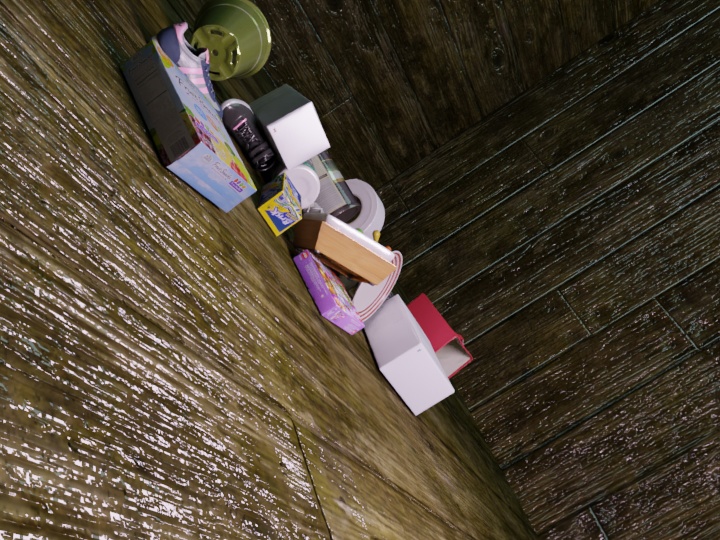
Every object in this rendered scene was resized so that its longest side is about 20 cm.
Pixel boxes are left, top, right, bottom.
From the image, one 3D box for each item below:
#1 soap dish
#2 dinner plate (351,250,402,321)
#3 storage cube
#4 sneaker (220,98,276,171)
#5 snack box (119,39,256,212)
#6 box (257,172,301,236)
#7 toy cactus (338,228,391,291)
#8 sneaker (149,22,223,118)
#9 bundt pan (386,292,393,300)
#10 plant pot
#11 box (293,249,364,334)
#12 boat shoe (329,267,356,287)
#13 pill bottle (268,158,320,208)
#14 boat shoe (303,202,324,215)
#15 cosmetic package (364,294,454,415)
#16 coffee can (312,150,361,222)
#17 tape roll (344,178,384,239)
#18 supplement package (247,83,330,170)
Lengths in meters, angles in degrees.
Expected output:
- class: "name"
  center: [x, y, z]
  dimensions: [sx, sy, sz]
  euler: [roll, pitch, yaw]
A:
- class: "soap dish"
  center: [-0.039, -0.043, 1.395]
  dimensions: [0.199, 0.082, 0.157]
  euler: [31, -9, -26]
- class: "dinner plate"
  center: [0.031, 0.037, 1.551]
  dimensions: [0.024, 0.201, 0.200]
  euler: [34, -3, 20]
- class: "storage cube"
  center: [0.181, 0.212, 1.878]
  dimensions: [0.180, 0.199, 0.171]
  euler: [54, 3, 38]
- class: "sneaker"
  center: [-0.241, -0.294, 1.457]
  dimensions: [0.100, 0.070, 0.200]
  euler: [55, 0, 25]
- class: "snack box"
  center: [-0.250, -0.207, 0.971]
  dimensions: [0.202, 0.067, 0.169]
  euler: [59, 6, 22]
- class: "box"
  center: [-0.165, -0.141, 1.368]
  dimensions: [0.071, 0.064, 0.200]
  euler: [55, 7, -19]
- class: "toy cactus"
  center: [0.000, 0.000, 1.584]
  dimensions: [0.101, 0.165, 0.201]
  euler: [29, -31, 23]
- class: "sneaker"
  center: [-0.308, -0.374, 1.258]
  dimensions: [0.201, 0.081, 0.071]
  euler: [53, 7, -43]
- class: "bundt pan"
  center: [0.060, 0.094, 1.999]
  dimensions: [0.203, 0.075, 0.202]
  euler: [57, 6, -9]
- class: "plant pot"
  center: [-0.326, -0.535, 1.572]
  dimensions: [0.201, 0.198, 0.191]
  euler: [55, 19, -23]
- class: "box"
  center: [-0.062, 0.049, 1.378]
  dimensions: [0.138, 0.039, 0.200]
  euler: [61, 6, 22]
- class: "boat shoe"
  center: [-0.056, -0.005, 1.641]
  dimensions: [0.067, 0.073, 0.200]
  euler: [24, 0, 25]
- class: "pill bottle"
  center: [-0.167, -0.239, 1.606]
  dimensions: [0.114, 0.112, 0.201]
  euler: [54, 7, -33]
- class: "boat shoe"
  center: [-0.121, -0.139, 1.699]
  dimensions: [0.070, 0.070, 0.200]
  euler: [58, 3, -10]
- class: "cosmetic package"
  center: [0.114, 0.209, 1.639]
  dimensions: [0.200, 0.122, 0.201]
  euler: [54, 6, -35]
- class: "coffee can"
  center: [-0.109, -0.226, 1.869]
  dimensions: [0.202, 0.145, 0.146]
  euler: [59, 6, 7]
- class: "tape roll"
  center: [-0.030, -0.168, 1.977]
  dimensions: [0.204, 0.201, 0.071]
  euler: [61, 8, 31]
- class: "supplement package"
  center: [-0.169, -0.335, 1.530]
  dimensions: [0.200, 0.116, 0.118]
  euler: [50, -13, 56]
